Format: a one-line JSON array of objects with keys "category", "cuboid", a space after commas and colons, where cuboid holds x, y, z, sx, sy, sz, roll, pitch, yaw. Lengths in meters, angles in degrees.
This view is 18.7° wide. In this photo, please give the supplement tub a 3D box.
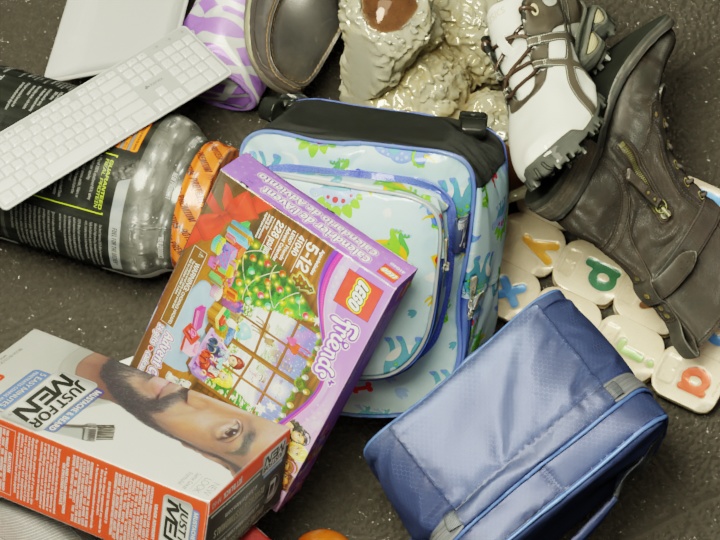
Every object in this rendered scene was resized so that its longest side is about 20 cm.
[{"category": "supplement tub", "cuboid": [-0.194, -0.067, 1.572, 0.200, 0.123, 0.123, 17, 71, 11]}]

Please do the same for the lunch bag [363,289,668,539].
[{"category": "lunch bag", "cuboid": [0.105, 0.129, 1.457, 0.200, 0.136, 0.132, -41, 73, -3]}]

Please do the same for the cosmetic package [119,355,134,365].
[{"category": "cosmetic package", "cuboid": [-0.199, 0.136, 1.519, 0.200, 0.071, 0.102, -22, 69, -3]}]

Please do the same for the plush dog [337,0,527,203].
[{"category": "plush dog", "cuboid": [0.069, -0.153, 1.595, 0.172, 0.160, 0.200, -44, 100, -27]}]

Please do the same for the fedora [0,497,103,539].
[{"category": "fedora", "cuboid": [-0.240, 0.208, 1.409, 0.200, 0.090, 0.177, 10, 88, 12]}]

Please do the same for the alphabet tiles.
[{"category": "alphabet tiles", "cuboid": [0.185, 0.013, 1.567, 0.195, 0.015, 0.200, 25, 72, 14]}]

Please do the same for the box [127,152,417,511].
[{"category": "box", "cuboid": [-0.064, 0.042, 1.418, 0.137, 0.200, 0.039, 34, 32, 10]}]

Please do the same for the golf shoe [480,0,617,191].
[{"category": "golf shoe", "cuboid": [0.114, -0.132, 1.483, 0.094, 0.078, 0.200, 39, 32, -19]}]

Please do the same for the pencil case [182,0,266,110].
[{"category": "pencil case", "cuboid": [-0.083, -0.217, 1.645, 0.085, 0.084, 0.200, 6, 65, 37]}]

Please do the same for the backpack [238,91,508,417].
[{"category": "backpack", "cuboid": [0.000, 0.000, 1.481, 0.183, 0.200, 0.147, 8, 25, 18]}]

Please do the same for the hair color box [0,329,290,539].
[{"category": "hair color box", "cuboid": [-0.159, 0.114, 1.409, 0.200, 0.064, 0.111, 20, 29, 19]}]

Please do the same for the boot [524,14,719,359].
[{"category": "boot", "cuboid": [0.216, -0.059, 1.531, 0.174, 0.069, 0.200, 37, 68, -15]}]

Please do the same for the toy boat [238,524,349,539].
[{"category": "toy boat", "cuboid": [-0.051, 0.218, 1.464, 0.200, 0.131, 0.131, 38, 46, 16]}]

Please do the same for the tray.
[{"category": "tray", "cuboid": [-0.167, -0.217, 1.650, 0.107, 0.022, 0.200, -7, 50, 22]}]

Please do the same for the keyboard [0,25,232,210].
[{"category": "keyboard", "cuboid": [-0.182, -0.107, 1.519, 0.200, 0.011, 0.056, -34, 59, -26]}]

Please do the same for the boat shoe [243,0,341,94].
[{"category": "boat shoe", "cuboid": [-0.027, -0.224, 1.586, 0.074, 0.073, 0.200, 23, 73, -27]}]
